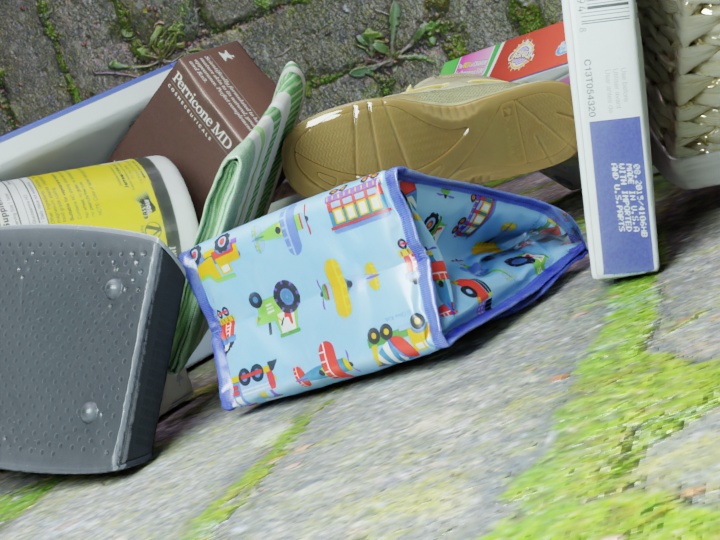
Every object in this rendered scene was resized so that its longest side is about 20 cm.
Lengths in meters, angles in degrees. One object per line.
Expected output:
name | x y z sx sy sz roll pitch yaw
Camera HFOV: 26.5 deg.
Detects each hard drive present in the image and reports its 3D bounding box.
hard drive | -0.217 -0.082 1.139 0.199 0.025 0.132 -30 -13 -35
hard drive | -0.179 0.044 0.846 0.198 0.137 0.042 1 -14 40

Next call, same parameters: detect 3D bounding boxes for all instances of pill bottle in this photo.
pill bottle | -0.216 -0.008 1.038 0.198 0.114 0.112 -12 3 -22

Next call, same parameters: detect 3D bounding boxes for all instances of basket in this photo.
basket | 0.217 -0.162 0.923 0.134 0.124 0.201 -11 40 -6

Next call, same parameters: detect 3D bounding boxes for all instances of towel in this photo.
towel | -0.077 -0.037 0.942 0.023 0.154 0.200 22 25 1

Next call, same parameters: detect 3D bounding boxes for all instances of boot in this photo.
boot | 0.037 -0.092 1.026 0.198 0.074 0.155 -13 12 -8

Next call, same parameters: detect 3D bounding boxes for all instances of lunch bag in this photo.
lunch bag | 0.025 0.001 0.855 0.150 0.095 0.199 -19 -4 34

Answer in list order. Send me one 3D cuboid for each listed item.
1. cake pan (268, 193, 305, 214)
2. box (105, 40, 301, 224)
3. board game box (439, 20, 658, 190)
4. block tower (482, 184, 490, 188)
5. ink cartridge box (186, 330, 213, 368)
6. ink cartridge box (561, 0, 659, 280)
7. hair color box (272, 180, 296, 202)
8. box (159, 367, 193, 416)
cake pan | 0.002 -0.036 1.150 0.198 0.037 0.200 -11 -7 -1
box | -0.131 -0.065 1.146 0.075 0.100 0.200 -27 -16 -51
board game box | 0.166 -0.121 1.145 0.199 0.152 0.041 -7 59 61
block tower | 0.000 0.000 1.022 0.199 0.055 0.058 -17 6 35
ink cartridge box | -0.156 0.057 1.114 0.118 0.042 0.200 -17 9 32
ink cartridge box | 0.138 -0.110 0.861 0.043 0.199 0.200 -6 10 10
hair color box | -0.007 -0.056 1.298 0.198 0.101 0.060 -23 8 -21
box | -0.209 0.080 0.952 0.198 0.069 0.082 -18 6 28
